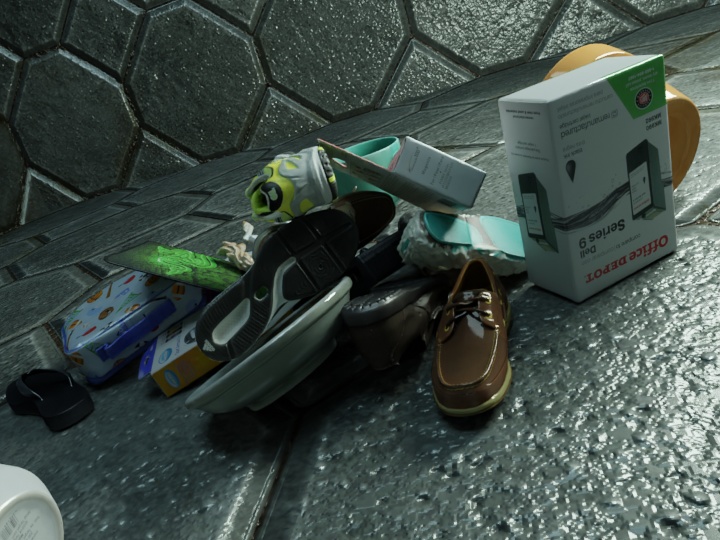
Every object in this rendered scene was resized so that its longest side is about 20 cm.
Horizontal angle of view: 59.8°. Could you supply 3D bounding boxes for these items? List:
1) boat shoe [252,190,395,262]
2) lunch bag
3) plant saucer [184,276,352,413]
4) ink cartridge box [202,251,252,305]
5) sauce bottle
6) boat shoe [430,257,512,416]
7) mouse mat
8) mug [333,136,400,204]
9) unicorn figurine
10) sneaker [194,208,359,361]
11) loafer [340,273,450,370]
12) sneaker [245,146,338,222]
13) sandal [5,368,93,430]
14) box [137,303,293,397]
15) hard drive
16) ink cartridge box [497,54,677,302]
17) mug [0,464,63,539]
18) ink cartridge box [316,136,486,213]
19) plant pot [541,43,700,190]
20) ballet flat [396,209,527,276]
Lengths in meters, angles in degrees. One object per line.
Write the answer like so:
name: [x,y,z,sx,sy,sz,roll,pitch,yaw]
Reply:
boat shoe: [-0.034,-0.042,0.765,0.197,0.077,0.071,-28,18,-22]
lunch bag: [-0.314,0.066,0.860,0.199,0.077,0.159,-38,29,-17]
plant saucer: [-0.077,0.084,0.614,0.198,0.051,0.200,-38,3,2]
ink cartridge box: [-0.153,0.012,0.948,0.191,0.044,0.201,-13,19,16]
sauce bottle: [0.087,-0.037,0.821,0.065,0.067,0.200,-20,19,-5]
boat shoe: [0.097,0.053,0.564,0.070,0.069,0.201,-11,21,21]
mouse mat: [-0.236,-0.008,0.841,0.157,0.008,0.200,15,7,-5]
mug: [0.020,-0.163,1.142,0.149,0.117,0.184,-24,21,-18]
unicorn figurine: [-0.103,-0.050,0.923,0.199,0.075,0.136,-41,39,-20]
sneaker: [-0.092,0.013,0.659,0.200,0.076,0.115,-40,5,-15]
loafer: [0.040,0.050,0.631,0.071,0.073,0.199,-9,4,29]
sneaker: [-0.092,-0.087,0.674,0.075,0.077,0.199,-21,4,-21]
sandal: [-0.397,0.150,0.798,0.197,0.044,0.076,1,27,44]
box: [-0.178,0.075,0.767,0.198,0.042,0.119,-34,20,-3]
hard drive: [0.000,0.000,0.750,0.134,0.043,0.199,-32,2,-33]
ink cartridge box: [0.234,-0.094,0.633,0.143,0.204,0.084,-24,22,-16]
mug: [-0.300,0.219,0.440,0.149,0.192,0.149,-4,-11,12]
ink cartridge box: [0.039,-0.117,0.715,0.170,0.044,0.200,25,2,-2]
plant pot: [0.321,-0.164,0.785,0.196,0.204,0.140,-24,37,-17]
ballet flat: [0.120,-0.025,0.689,0.196,0.074,0.071,7,3,-34]
